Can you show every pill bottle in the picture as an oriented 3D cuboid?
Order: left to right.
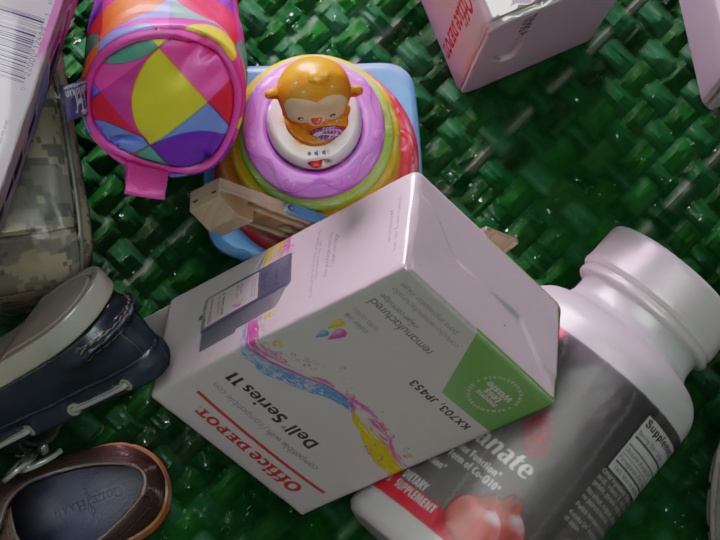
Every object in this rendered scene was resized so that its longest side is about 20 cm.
[{"bbox_3d":[0.097,0.079,1.125,0.111,0.111,0.200,40,82,4],"label":"pill bottle"}]

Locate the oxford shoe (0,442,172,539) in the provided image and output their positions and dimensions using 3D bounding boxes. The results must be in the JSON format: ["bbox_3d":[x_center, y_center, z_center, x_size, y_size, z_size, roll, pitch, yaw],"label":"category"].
[{"bbox_3d":[-0.193,0.138,1.127,0.200,0.073,0.071,-27,84,-5],"label":"oxford shoe"}]

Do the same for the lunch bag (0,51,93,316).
[{"bbox_3d":[-0.230,-0.070,1.123,0.168,0.139,0.200,-9,83,-9],"label":"lunch bag"}]

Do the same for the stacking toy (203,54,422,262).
[{"bbox_3d":[-0.022,-0.068,1.099,0.116,0.200,0.110,-1,81,-3],"label":"stacking toy"}]

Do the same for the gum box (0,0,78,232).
[{"bbox_3d":[-0.175,-0.088,1.004,0.066,0.114,0.200,18,79,-6],"label":"gum box"}]

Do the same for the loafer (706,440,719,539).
[{"bbox_3d":[0.221,0.084,1.121,0.070,0.070,0.200,16,110,38],"label":"loafer"}]

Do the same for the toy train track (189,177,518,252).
[{"bbox_3d":[0.000,0.000,1.110,0.200,0.115,0.033,21,60,-38],"label":"toy train track"}]

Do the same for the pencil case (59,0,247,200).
[{"bbox_3d":[-0.099,-0.117,1.111,0.088,0.200,0.088,-1,119,-2],"label":"pencil case"}]

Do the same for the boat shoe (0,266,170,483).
[{"bbox_3d":[-0.167,0.062,1.101,0.062,0.200,0.075,45,39,-15],"label":"boat shoe"}]

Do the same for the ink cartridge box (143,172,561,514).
[{"bbox_3d":[-0.017,0.047,1.077,0.117,0.200,0.067,41,37,-31],"label":"ink cartridge box"}]

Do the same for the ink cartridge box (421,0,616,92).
[{"bbox_3d":[0.058,-0.210,1.150,0.084,0.146,0.200,-22,84,-7],"label":"ink cartridge box"}]

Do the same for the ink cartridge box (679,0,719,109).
[{"bbox_3d":[0.270,-0.181,1.182,0.200,0.084,0.145,-11,82,-4],"label":"ink cartridge box"}]
